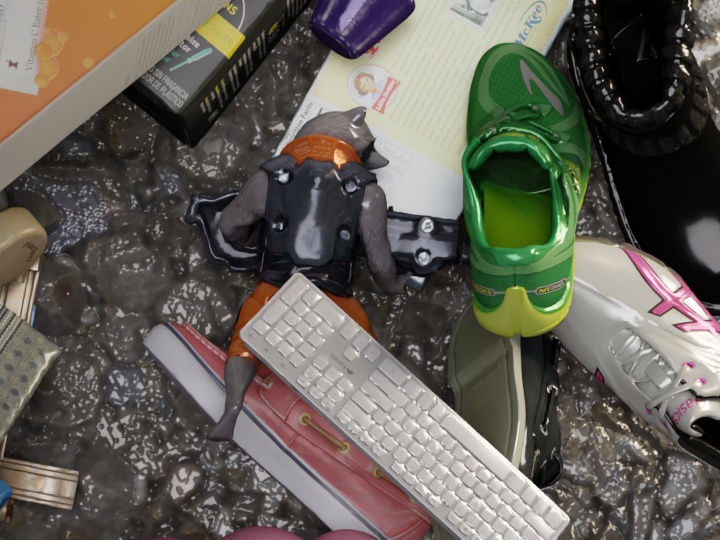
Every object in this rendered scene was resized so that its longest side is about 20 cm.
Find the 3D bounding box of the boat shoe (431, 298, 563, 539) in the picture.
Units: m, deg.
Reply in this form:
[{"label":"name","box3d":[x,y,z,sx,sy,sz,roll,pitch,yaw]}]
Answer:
[{"label":"boat shoe","box3d":[0.086,0.097,1.492,0.066,0.200,0.074,33,125,-25]}]

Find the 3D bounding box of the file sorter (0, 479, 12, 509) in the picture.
[{"label":"file sorter","box3d":[-0.327,0.129,1.466,0.200,0.123,0.139,39,125,4]}]

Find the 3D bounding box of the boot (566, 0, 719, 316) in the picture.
[{"label":"boot","box3d":[0.176,-0.076,1.499,0.079,0.158,0.212,-27,85,-3]}]

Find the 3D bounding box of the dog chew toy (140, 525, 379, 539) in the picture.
[{"label":"dog chew toy","box3d":[-0.064,0.201,1.479,0.199,0.125,0.125,-15,84,9]}]

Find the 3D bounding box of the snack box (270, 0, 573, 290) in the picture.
[{"label":"snack box","box3d":[0.033,-0.104,1.562,0.116,0.037,0.201,29,85,2]}]

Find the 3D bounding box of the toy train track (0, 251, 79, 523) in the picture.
[{"label":"toy train track","box3d":[-0.216,0.076,1.545,0.114,0.033,0.201,10,83,1]}]

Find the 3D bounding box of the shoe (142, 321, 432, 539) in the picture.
[{"label":"shoe","box3d":[-0.028,0.080,1.530,0.200,0.071,0.091,43,84,-2]}]

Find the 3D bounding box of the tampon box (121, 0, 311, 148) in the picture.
[{"label":"tampon box","box3d":[-0.095,-0.201,1.526,0.150,0.126,0.200,38,85,3]}]

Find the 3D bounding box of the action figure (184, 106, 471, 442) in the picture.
[{"label":"action figure","box3d":[0.000,0.000,1.478,0.198,0.105,0.195,0,74,-4]}]

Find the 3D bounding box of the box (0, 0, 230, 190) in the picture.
[{"label":"box","box3d":[-0.167,-0.151,1.390,0.200,0.098,0.124,-41,86,-15]}]

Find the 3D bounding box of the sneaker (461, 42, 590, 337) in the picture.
[{"label":"sneaker","box3d":[0.094,-0.058,1.470,0.073,0.084,0.201,-3,50,3]}]

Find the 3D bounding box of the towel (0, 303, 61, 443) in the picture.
[{"label":"towel","box3d":[-0.286,0.063,1.414,0.192,0.035,0.200,35,54,-3]}]

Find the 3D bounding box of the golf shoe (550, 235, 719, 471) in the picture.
[{"label":"golf shoe","box3d":[0.178,0.052,1.497,0.199,0.092,0.073,35,106,-10]}]

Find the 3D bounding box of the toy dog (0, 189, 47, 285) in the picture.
[{"label":"toy dog","box3d":[-0.275,-0.004,1.514,0.131,0.096,0.201,29,82,22]}]

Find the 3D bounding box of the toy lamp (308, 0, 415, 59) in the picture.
[{"label":"toy lamp","box3d":[0.042,-0.210,1.528,0.058,0.058,0.200,38,83,3]}]

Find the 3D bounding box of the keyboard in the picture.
[{"label":"keyboard","box3d":[0.024,0.084,1.403,0.200,0.011,0.056,42,61,2]}]
